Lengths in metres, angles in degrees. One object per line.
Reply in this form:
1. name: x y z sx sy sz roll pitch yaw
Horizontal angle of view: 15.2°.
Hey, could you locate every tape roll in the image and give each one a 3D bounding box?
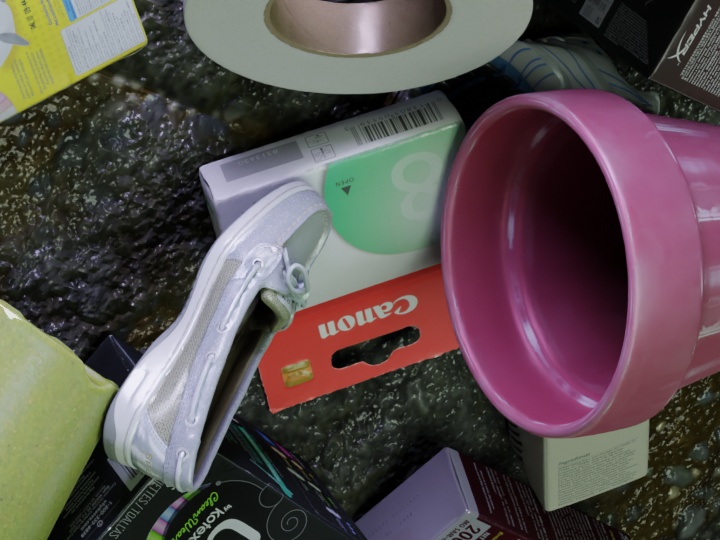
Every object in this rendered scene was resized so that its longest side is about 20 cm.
1. tape roll: -0.002 -0.159 1.518 0.202 0.037 0.203 -1 157 0

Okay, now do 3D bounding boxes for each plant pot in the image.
1. plant pot: 0.173 -0.010 1.595 0.178 0.200 0.201 -6 121 -31
2. plant pot: -0.239 0.106 1.533 0.185 0.200 0.200 -55 131 -7

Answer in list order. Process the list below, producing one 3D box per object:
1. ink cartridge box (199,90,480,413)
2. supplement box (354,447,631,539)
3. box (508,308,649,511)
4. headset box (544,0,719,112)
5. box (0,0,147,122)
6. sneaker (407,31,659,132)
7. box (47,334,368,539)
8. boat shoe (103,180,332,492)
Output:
1. ink cartridge box: 0.000 0.000 1.673 0.160 0.050 0.201 -18 125 -6
2. supplement box: 0.095 0.204 1.847 0.200 0.061 0.109 27 122 -40
3. box: 0.142 0.070 1.767 0.082 0.069 0.200 -19 144 -11
4. headset box: 0.224 -0.148 1.673 0.199 0.149 0.075 21 106 -37
5. box: -0.225 -0.131 1.474 0.199 0.048 0.118 -30 130 -16
6. sneaker: 0.108 -0.119 1.683 0.199 0.075 0.087 28 58 -26
7. box: -0.113 0.165 1.671 0.149 0.124 0.200 -48 132 5
8. boat shoe: -0.070 0.037 1.556 0.202 0.065 0.075 -54 156 -24
